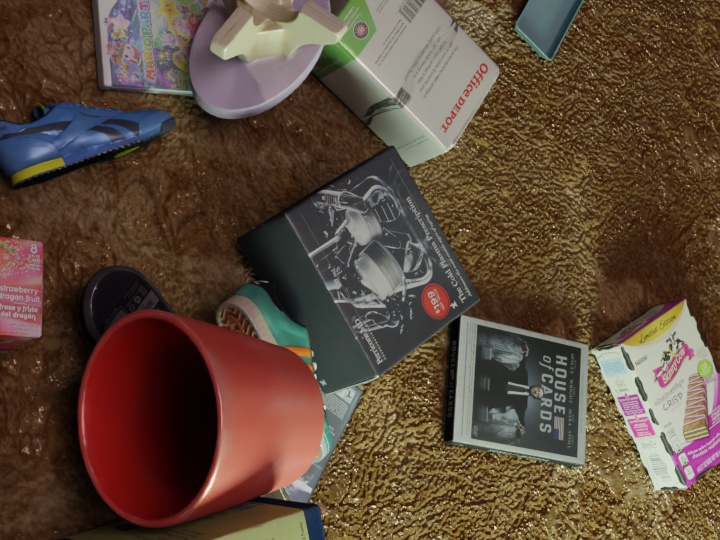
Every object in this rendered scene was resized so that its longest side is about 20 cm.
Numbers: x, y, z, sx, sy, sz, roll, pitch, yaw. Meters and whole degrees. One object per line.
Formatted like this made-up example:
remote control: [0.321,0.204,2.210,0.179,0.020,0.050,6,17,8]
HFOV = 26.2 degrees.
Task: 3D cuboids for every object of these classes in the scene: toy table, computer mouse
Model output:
toy table: [-0.101,-0.266,1.623,0.183,0.117,0.201,22,66,2]
computer mouse: [-0.220,0.081,1.562,0.139,0.053,0.200,-51,119,-29]

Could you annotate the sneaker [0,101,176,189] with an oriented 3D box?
sneaker: [-0.277,-0.145,1.561,0.199,0.066,0.079,-21,87,-35]

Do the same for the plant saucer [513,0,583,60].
plant saucer: [0.257,-0.361,1.996,0.070,0.019,0.201,40,60,-20]

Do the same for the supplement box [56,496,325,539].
supplement box: [-0.159,0.303,1.450,0.199,0.199,0.136,-13,94,-34]

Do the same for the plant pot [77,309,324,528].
plant pot: [-0.142,0.141,1.479,0.177,0.199,0.202,7,75,-51]

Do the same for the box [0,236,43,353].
box: [-0.401,0.017,1.421,0.199,0.099,0.096,7,76,-32]

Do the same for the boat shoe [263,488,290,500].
boat shoe: [-0.079,0.298,1.573,0.072,0.072,0.202,-15,95,-26]

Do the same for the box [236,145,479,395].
box: [0.000,0.000,1.678,0.182,0.104,0.201,-34,96,-37]

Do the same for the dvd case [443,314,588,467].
dvd case: [0.187,0.144,1.831,0.199,0.025,0.152,13,73,-30]

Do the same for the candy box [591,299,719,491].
candy box: [0.390,0.156,1.942,0.136,0.061,0.201,-30,96,-34]

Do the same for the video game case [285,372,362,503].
video game case: [-0.093,0.172,1.642,0.143,0.019,0.201,38,62,-21]

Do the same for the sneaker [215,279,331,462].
sneaker: [-0.073,0.101,1.617,0.080,0.071,0.201,-40,110,-44]

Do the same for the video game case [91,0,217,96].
video game case: [-0.194,-0.260,1.671,0.199,0.018,0.145,0,80,-33]

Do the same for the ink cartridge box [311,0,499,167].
ink cartridge box: [0.044,-0.242,1.786,0.200,0.084,0.146,43,60,-18]
